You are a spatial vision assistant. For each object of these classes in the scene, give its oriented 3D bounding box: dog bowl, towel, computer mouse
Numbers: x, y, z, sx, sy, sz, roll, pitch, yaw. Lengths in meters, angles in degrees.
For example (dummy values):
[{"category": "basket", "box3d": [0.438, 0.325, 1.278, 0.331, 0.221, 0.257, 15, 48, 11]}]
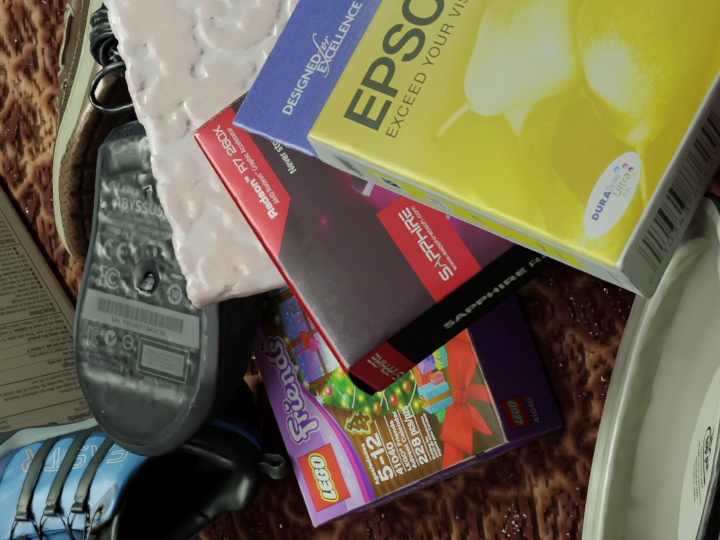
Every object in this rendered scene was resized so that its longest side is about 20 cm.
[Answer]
[{"category": "dog bowl", "box3d": [0.140, 0.076, 1.046, 0.200, 0.074, 0.201, -168, 90, -84]}, {"category": "towel", "box3d": [-0.007, -0.100, 1.182, 0.190, 0.032, 0.201, -15, 88, 8]}, {"category": "computer mouse", "box3d": [-0.073, -0.015, 1.271, 0.138, 0.053, 0.201, 19, 104, 34]}]

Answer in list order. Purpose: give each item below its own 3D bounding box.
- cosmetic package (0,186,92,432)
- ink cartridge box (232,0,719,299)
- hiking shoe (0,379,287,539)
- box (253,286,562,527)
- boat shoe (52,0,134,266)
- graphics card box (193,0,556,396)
[{"category": "cosmetic package", "box3d": [-0.204, 0.033, 1.434, 0.200, 0.103, 0.073, 58, 134, 21]}, {"category": "ink cartridge box", "box3d": [0.066, -0.114, 1.071, 0.200, 0.047, 0.198, 24, 81, 27]}, {"category": "hiking shoe", "box3d": [-0.135, 0.111, 1.311, 0.075, 0.200, 0.087, 58, -179, -27]}, {"category": "box", "box3d": [0.000, 0.000, 1.261, 0.137, 0.039, 0.201, -29, 78, 46]}, {"category": "boat shoe", "box3d": [-0.109, -0.102, 1.340, 0.075, 0.074, 0.203, 49, 130, 52]}, {"category": "graphics card box", "box3d": [0.047, -0.060, 1.120, 0.200, 0.051, 0.126, -35, 68, 6]}]
